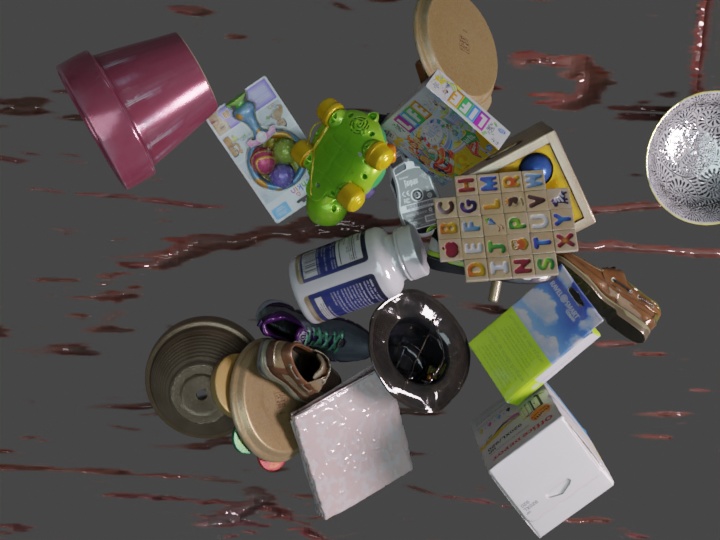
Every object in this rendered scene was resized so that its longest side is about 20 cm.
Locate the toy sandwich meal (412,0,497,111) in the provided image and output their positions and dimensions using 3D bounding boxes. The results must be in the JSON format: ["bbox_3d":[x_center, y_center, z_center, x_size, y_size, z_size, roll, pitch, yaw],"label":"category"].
[{"bbox_3d":[0.129,-0.314,1.638,0.070,0.205,0.207,-16,109,42],"label":"toy sandwich meal"}]

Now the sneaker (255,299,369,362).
[{"bbox_3d":[-0.072,0.109,1.760,0.198,0.088,0.075,16,103,-6],"label":"sneaker"}]

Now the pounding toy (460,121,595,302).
[{"bbox_3d":[0.238,-0.090,1.694,0.198,0.142,0.185,-27,104,5],"label":"pounding toy"}]

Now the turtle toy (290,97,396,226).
[{"bbox_3d":[-0.025,-0.153,1.670,0.146,0.101,0.201,44,113,22],"label":"turtle toy"}]

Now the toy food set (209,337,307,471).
[{"bbox_3d":[-0.142,0.206,1.745,0.048,0.200,0.200,-14,101,36],"label":"toy food set"}]

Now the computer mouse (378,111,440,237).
[{"bbox_3d":[0.075,-0.150,1.726,0.108,0.044,0.202,-13,99,-4],"label":"computer mouse"}]

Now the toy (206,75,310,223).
[{"bbox_3d":[-0.138,-0.180,1.705,0.115,0.047,0.201,-32,103,6],"label":"toy"}]

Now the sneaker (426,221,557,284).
[{"bbox_3d":[0.190,-0.029,1.614,0.198,0.072,0.084,9,92,6],"label":"sneaker"}]

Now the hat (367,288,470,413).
[{"bbox_3d":[0.075,0.129,1.764,0.199,0.081,0.203,7,78,-34],"label":"hat"}]

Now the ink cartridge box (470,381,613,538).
[{"bbox_3d":[0.282,0.286,1.760,0.147,0.200,0.145,-38,103,7],"label":"ink cartridge box"}]

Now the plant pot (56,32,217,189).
[{"bbox_3d":[-0.314,-0.247,1.619,0.178,0.200,0.201,-30,104,-10],"label":"plant pot"}]

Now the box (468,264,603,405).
[{"bbox_3d":[0.279,0.101,1.749,0.200,0.048,0.122,-42,61,16],"label":"box"}]

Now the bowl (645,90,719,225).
[{"bbox_3d":[0.521,-0.178,1.707,0.198,0.094,0.203,-1,104,-3],"label":"bowl"}]

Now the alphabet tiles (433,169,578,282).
[{"bbox_3d":[0.207,-0.066,1.601,0.197,0.006,0.168,-4,67,2],"label":"alphabet tiles"}]

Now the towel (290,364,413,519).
[{"bbox_3d":[-0.012,0.272,1.785,0.190,0.032,0.202,-26,114,-27],"label":"towel"}]

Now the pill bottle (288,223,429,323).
[{"bbox_3d":[0.000,0.000,1.707,0.198,0.111,0.112,-19,104,15],"label":"pill bottle"}]

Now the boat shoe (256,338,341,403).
[{"bbox_3d":[-0.081,0.159,1.731,0.071,0.200,0.077,-8,68,30],"label":"boat shoe"}]

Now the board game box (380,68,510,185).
[{"bbox_3d":[0.115,-0.200,1.601,0.134,0.200,0.034,40,70,-8],"label":"board game box"}]

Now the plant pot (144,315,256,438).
[{"bbox_3d":[-0.247,0.182,1.770,0.198,0.093,0.203,-1,105,-2],"label":"plant pot"}]

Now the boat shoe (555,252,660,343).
[{"bbox_3d":[0.388,0.028,1.775,0.200,0.072,0.068,41,70,-3],"label":"boat shoe"}]
